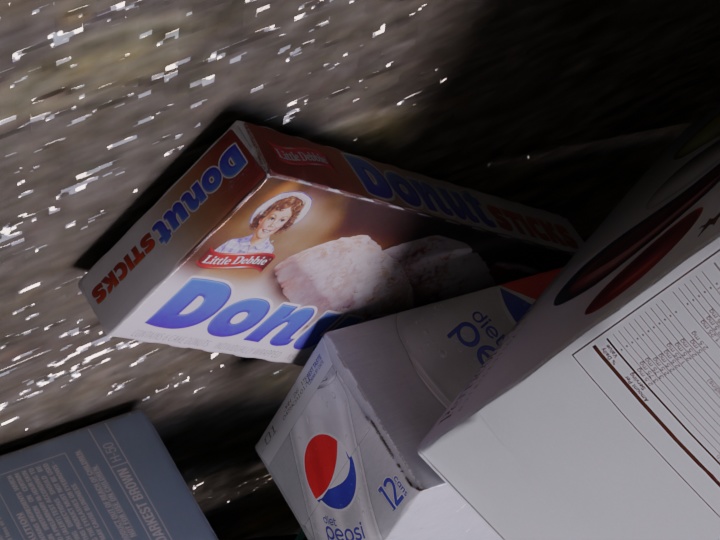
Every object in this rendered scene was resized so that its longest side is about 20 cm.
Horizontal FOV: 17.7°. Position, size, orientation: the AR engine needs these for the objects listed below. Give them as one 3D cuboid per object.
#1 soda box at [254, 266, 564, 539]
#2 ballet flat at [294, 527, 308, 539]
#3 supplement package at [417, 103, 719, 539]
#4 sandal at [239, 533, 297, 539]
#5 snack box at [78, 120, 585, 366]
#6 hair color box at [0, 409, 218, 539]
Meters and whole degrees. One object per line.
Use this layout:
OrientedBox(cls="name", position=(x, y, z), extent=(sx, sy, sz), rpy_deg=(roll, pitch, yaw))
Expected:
OrientedBox(cls="soda box", position=(0.068, 0.042, 0.779), extent=(0.200, 0.063, 0.068), rpy_deg=(-15, 151, -35))
OrientedBox(cls="ballet flat", position=(-0.008, 0.118, 0.782), extent=(0.200, 0.072, 0.068), rpy_deg=(-45, 166, -50))
OrientedBox(cls="supplement package", position=(0.160, 0.011, 0.673), extent=(0.191, 0.147, 0.200), rpy_deg=(-47, -177, -39))
OrientedBox(cls="sandal", position=(-0.010, 0.129, 0.874), extent=(0.200, 0.082, 0.055), rpy_deg=(-19, 116, -39))
OrientedBox(cls="snack box", position=(0.000, 0.000, 0.730), extent=(0.072, 0.024, 0.200), rpy_deg=(-43, 153, 21))
OrientedBox(cls="hair color box", position=(-0.151, 0.121, 0.727), extent=(0.200, 0.061, 0.099), rpy_deg=(-17, 150, -28))
